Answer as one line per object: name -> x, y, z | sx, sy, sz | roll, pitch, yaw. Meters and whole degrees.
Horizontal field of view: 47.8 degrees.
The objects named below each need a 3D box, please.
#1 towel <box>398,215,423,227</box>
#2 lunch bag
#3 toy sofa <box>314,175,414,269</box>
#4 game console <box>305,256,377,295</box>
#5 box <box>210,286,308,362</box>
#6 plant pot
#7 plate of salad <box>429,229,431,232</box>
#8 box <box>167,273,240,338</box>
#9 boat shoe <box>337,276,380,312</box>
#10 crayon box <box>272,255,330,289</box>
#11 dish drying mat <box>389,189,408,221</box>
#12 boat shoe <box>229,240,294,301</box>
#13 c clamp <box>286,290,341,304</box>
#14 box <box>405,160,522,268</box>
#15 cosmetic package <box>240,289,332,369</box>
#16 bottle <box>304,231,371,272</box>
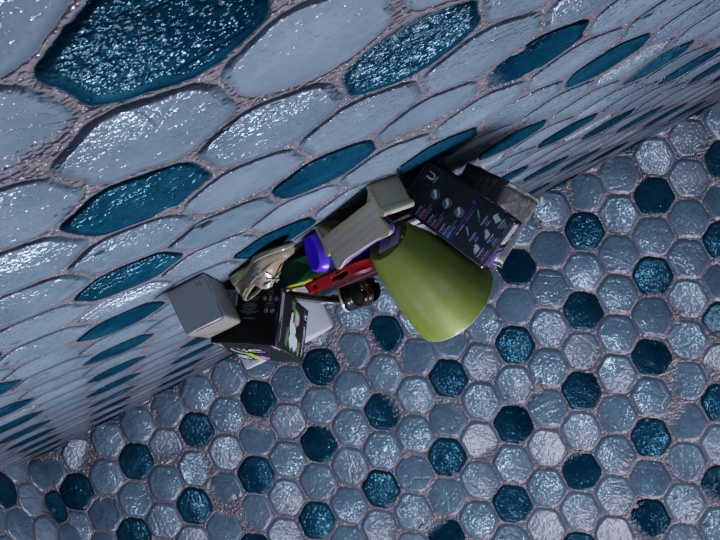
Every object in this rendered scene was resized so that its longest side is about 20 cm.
towel -> 0.107, -0.099, 1.835 | 0.200, 0.035, 0.193 | -26, 175, -18
lunch bag -> 0.247, -0.122, 1.681 | 0.164, 0.117, 0.200 | -61, -147, 9
toy sofa -> 0.010, -0.086, 1.512 | 0.083, 0.098, 0.200 | -22, 172, -41
game console -> 0.000, 0.000, 1.660 | 0.177, 0.031, 0.200 | -17, 176, -43
box -> -0.211, 0.118, 1.740 | 0.148, 0.125, 0.200 | 1, 164, 14
plant pot -> 0.116, 0.003, 1.539 | 0.187, 0.200, 0.187 | -36, -150, 24
plate of salad -> 0.230, -0.152, 1.918 | 0.200, 0.048, 0.200 | -52, -176, 5
box -> -0.294, 0.071, 1.548 | 0.078, 0.095, 0.200 | -26, 173, -2
boat shoe -> -0.004, 0.047, 1.820 | 0.063, 0.074, 0.201 | -15, 180, 16
crayon box -> -0.075, -0.005, 1.800 | 0.172, 0.058, 0.200 | -16, 174, 28
dish drying mat -> 0.111, -0.145, 1.652 | 0.200, 0.018, 0.077 | -25, -147, -19
boat shoe -> -0.182, 0.002, 1.573 | 0.072, 0.065, 0.200 | -22, 173, -45
c clamp -> -0.116, 0.061, 1.825 | 0.200, 0.027, 0.171 | 7, -176, -7
box -> 0.189, -0.106, 1.527 | 0.106, 0.200, 0.122 | -55, 168, 12
cosmetic package -> -0.217, 0.129, 2.103 | 0.200, 0.165, 0.165 | -22, 174, -39
bottle -> -0.012, -0.053, 1.650 | 0.200, 0.084, 0.065 | -13, 179, -28
